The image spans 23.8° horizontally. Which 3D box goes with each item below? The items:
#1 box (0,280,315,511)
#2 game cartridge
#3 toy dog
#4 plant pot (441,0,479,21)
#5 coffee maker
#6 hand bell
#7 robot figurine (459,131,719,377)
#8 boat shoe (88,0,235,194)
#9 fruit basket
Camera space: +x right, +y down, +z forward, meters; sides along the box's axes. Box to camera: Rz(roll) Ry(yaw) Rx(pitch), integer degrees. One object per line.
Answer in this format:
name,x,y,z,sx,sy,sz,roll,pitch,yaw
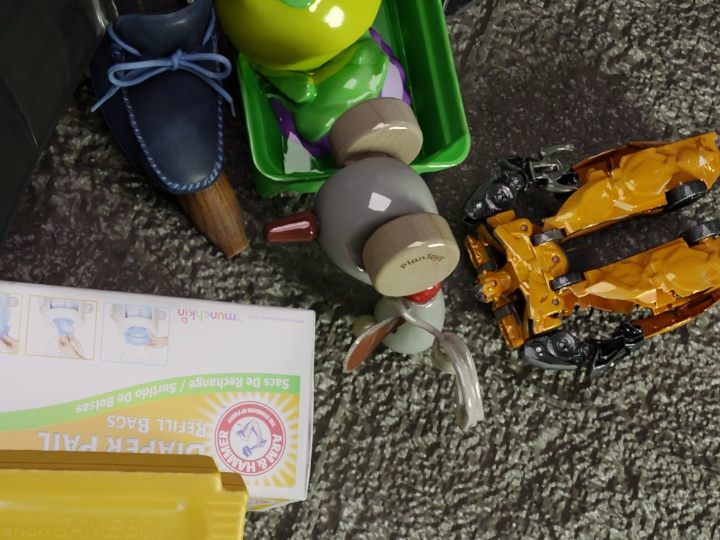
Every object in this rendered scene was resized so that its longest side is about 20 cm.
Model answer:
box,-0.131,0.070,0.920,0.198,0.112,0.102,6,77,-15
game cartridge,-0.152,0.187,0.862,0.175,0.032,0.202,3,110,-15
toy dog,0.000,0.000,0.944,0.095,0.201,0.132,-15,42,-3
plant pot,0.084,-0.319,1.085,0.199,0.200,0.178,-34,73,-23
coffee maker,-0.205,-0.084,0.830,0.135,0.191,0.201,43,44,-32
hand bell,-0.120,-0.099,1.012,0.104,0.104,0.201,-32,95,-23
robot figurine,0.154,-0.012,1.067,0.199,0.058,0.146,-17,77,-22
boat shoe,-0.119,-0.137,0.937,0.084,0.069,0.202,-24,105,-20
fruit basket,-0.020,-0.153,0.986,0.154,0.216,0.218,-6,74,-18
